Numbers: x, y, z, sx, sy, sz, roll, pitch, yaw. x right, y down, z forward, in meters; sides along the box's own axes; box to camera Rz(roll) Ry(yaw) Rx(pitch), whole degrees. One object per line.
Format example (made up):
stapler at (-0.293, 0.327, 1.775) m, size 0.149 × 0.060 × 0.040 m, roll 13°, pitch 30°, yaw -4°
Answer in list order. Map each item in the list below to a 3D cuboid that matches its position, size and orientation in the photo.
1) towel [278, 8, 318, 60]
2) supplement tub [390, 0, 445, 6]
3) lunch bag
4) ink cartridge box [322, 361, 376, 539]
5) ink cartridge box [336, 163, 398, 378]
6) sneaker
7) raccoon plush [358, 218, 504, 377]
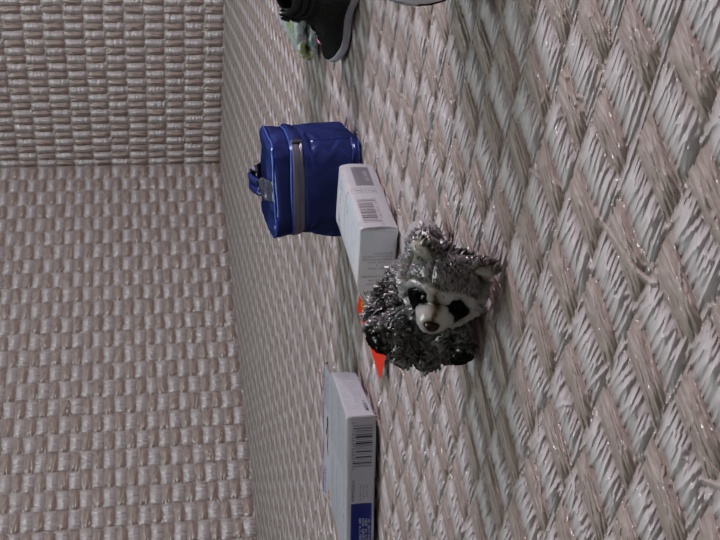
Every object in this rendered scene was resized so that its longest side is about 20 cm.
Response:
towel at (-0.093, -0.443, 1.867) m, size 0.171 × 0.048 × 0.201 m, roll -108°, pitch 18°, yaw -59°
supplement tub at (0.031, -0.299, 0.970) m, size 0.200 × 0.122 × 0.123 m, roll -109°, pitch 20°, yaw -57°
lunch bag at (-0.080, -0.123, 1.608) m, size 0.200 × 0.132 × 0.137 m, roll -128°, pitch 38°, yaw -73°
ink cartridge box at (-0.015, 0.240, 1.572) m, size 0.200 × 0.040 × 0.201 m, roll -122°, pitch 31°, yaw -71°
ink cartridge box at (0.000, 0.000, 1.419) m, size 0.160 × 0.047 × 0.201 m, roll -109°, pitch 22°, yaw -58°
sneaker at (-0.060, -0.330, 1.554) m, size 0.200 × 0.099 × 0.071 m, roll 110°, pitch 154°, yaw -68°
raccoon plush at (0.054, -0.014, 1.010) m, size 0.201 × 0.096 × 0.134 m, roll -102°, pitch 22°, yaw -44°
